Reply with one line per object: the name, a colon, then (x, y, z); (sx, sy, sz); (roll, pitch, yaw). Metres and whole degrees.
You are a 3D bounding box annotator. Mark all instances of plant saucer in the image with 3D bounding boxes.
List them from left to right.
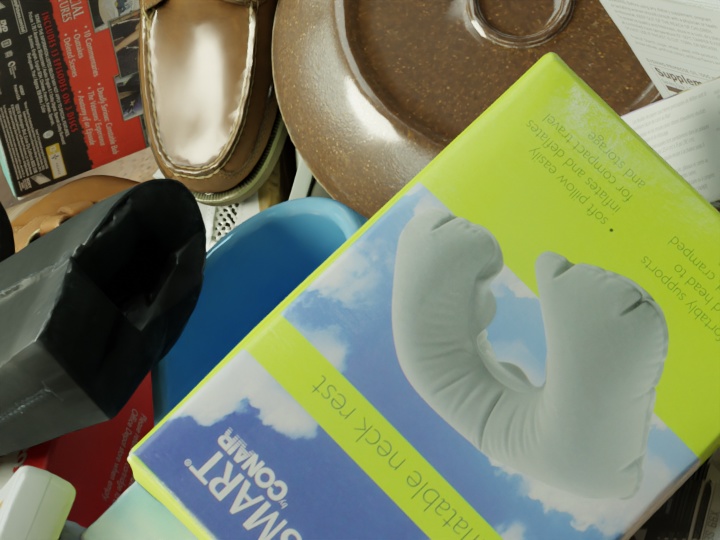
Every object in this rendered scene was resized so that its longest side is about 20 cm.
plant saucer: (0.063, -0.098, 0.974); (0.200, 0.037, 0.201); (-2, 67, 5)

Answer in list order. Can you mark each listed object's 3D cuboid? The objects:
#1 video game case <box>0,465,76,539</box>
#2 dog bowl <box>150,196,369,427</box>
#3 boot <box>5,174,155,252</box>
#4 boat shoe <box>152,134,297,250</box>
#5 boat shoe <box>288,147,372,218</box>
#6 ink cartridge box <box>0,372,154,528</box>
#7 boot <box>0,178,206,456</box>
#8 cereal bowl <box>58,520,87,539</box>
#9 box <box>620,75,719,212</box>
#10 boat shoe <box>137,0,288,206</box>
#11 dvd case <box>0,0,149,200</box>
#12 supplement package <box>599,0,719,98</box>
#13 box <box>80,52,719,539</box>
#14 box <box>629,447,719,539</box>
video game case: (-0.152, 0.167, 0.802); (0.183, 0.022, 0.200); (-69, 11, -23)
dog bowl: (-0.019, 0.052, 0.844); (0.111, 0.050, 0.200); (-32, 36, 17)
boot: (-0.147, 0.028, 1.125); (0.155, 0.077, 0.200); (-10, 28, 44)
boat shoe: (-0.059, -0.035, 1.072); (0.069, 0.071, 0.201); (-11, 47, 15)
boat shoe: (0.000, -0.002, 0.997); (0.060, 0.072, 0.202); (1, 48, 7)
ink cartridge box: (-0.133, 0.098, 0.983); (0.200, 0.067, 0.116); (-30, 28, 30)
boot: (-0.128, 0.004, 0.938); (0.200, 0.066, 0.165); (-30, 38, 49)
cereal bowl: (-0.100, 0.185, 0.788); (0.200, 0.083, 0.200); (-60, 12, 21)
box: (0.111, -0.036, 0.833); (0.039, 0.042, 0.200); (-3, -9, -26)
boat shoe: (-0.066, -0.129, 1.021); (0.072, 0.068, 0.201); (-3, 78, 21)
dvd case: (-0.078, -0.116, 1.129); (0.199, 0.146, 0.022); (-22, 57, -10)
supplement package: (0.212, -0.119, 0.885); (0.200, 0.111, 0.156); (-45, 29, -14)
box: (0.027, 0.047, 0.744); (0.200, 0.122, 0.048); (-44, -9, -10)
box: (0.085, 0.062, 0.827); (0.200, 0.050, 0.158); (-12, 39, 39)
